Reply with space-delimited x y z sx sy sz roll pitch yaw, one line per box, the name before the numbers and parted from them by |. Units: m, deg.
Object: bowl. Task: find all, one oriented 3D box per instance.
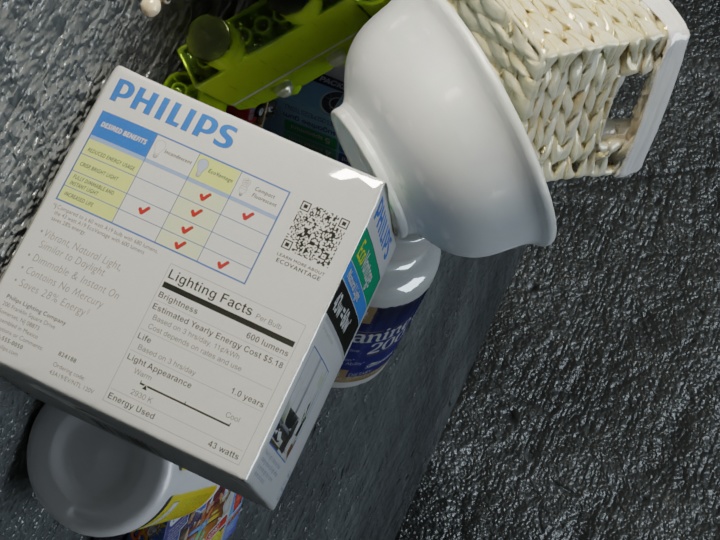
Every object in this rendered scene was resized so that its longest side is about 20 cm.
bowl | 0.041 -0.085 0.996 0.090 0.202 0.201 -28 160 -5

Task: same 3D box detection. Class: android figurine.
android figurine | -0.053 -0.159 1.059 0.181 0.041 0.200 -29 172 7

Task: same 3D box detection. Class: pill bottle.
pill bottle | -0.160 0.133 1.122 0.200 0.110 0.112 20 92 -77
pill bottle | 0.000 0.000 1.204 0.111 0.110 0.201 -58 176 -37

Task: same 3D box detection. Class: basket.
basket | 0.122 -0.171 1.093 0.122 0.201 0.136 -13 139 -24

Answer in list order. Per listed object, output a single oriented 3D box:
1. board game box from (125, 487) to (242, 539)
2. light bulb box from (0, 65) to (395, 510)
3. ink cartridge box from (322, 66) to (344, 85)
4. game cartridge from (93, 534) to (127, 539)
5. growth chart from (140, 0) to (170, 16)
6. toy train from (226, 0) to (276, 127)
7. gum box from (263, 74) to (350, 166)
board game box | -0.149 0.210 1.326 0.200 0.034 0.137 -40 149 -65
light bulb box | -0.105 0.013 0.954 0.201 0.197 0.125 -64 169 -13
ink cartridge box | 0.015 -0.137 1.328 0.201 0.146 0.145 96 20 -51
game cartridge | -0.178 0.205 1.353 0.200 0.038 0.131 30 78 -78
growth chart | -0.088 -0.245 1.010 0.200 0.018 0.146 -35 144 -70
toy train | -0.084 -0.136 1.171 0.046 0.034 0.202 -32 142 -64
gum box | -0.014 -0.068 1.267 0.201 0.169 0.045 97 20 -51
